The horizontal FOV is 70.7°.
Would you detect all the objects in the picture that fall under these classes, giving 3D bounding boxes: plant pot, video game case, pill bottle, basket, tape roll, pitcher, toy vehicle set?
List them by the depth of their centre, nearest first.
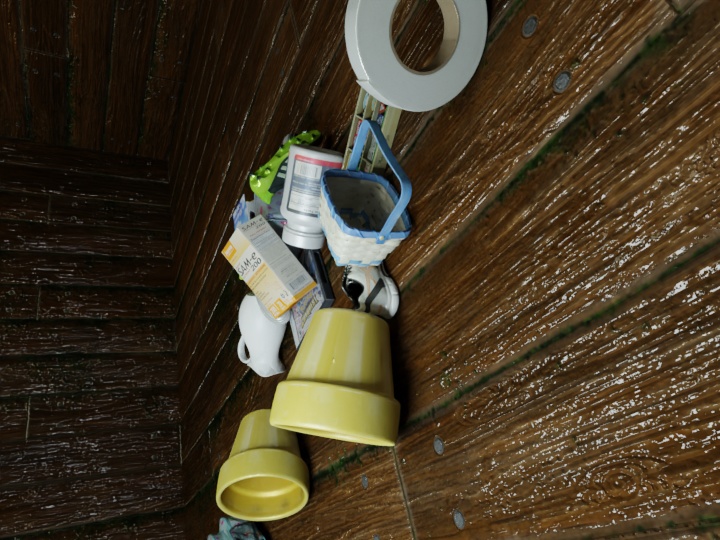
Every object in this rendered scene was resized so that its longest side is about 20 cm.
[{"bbox_3d":[0.076,-0.313,0.663,0.037,0.202,0.203,40,122,55],"label":"tape roll"},{"bbox_3d":[-0.029,0.171,0.826,0.201,0.200,0.190,-29,46,57],"label":"plant pot"},{"bbox_3d":[0.010,-0.118,0.827,0.200,0.139,0.177,113,146,-47],"label":"basket"},{"bbox_3d":[0.017,-0.242,0.945,0.124,0.026,0.201,47,128,52],"label":"toy vehicle set"},{"bbox_3d":[-0.105,-0.154,1.065,0.120,0.119,0.201,39,121,56],"label":"pill bottle"},{"bbox_3d":[-0.218,0.432,1.160,0.189,0.200,0.201,-99,28,-50],"label":"plant pot"},{"bbox_3d":[-0.127,0.056,1.183,0.200,0.025,0.181,-59,39,41],"label":"video game case"},{"bbox_3d":[-0.268,0.156,1.321,0.171,0.121,0.201,5,99,40],"label":"pitcher"}]

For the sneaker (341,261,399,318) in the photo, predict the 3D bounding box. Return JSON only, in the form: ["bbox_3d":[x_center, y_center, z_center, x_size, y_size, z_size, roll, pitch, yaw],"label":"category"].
[{"bbox_3d":[0.000,0.000,0.901,0.200,0.080,0.074,63,141,44],"label":"sneaker"}]

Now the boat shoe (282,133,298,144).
[{"bbox_3d":[-0.130,-0.256,1.190,0.057,0.069,0.200,-34,53,23],"label":"boat shoe"}]

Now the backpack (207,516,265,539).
[{"bbox_3d":[-0.336,0.768,1.378,0.200,0.153,0.177,-157,67,-67],"label":"backpack"}]

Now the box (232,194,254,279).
[{"bbox_3d":[-0.300,-0.089,1.372,0.122,0.048,0.201,-41,54,52],"label":"box"}]

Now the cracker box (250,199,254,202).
[{"bbox_3d":[-0.268,-0.105,1.425,0.134,0.058,0.201,-10,78,60],"label":"cracker box"}]

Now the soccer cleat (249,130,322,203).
[{"bbox_3d":[-0.157,-0.231,1.118,0.067,0.200,0.081,36,164,41],"label":"soccer cleat"}]

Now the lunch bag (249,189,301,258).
[{"bbox_3d":[-0.203,-0.111,1.239,0.200,0.127,0.170,106,153,-50],"label":"lunch bag"}]

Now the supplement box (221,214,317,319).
[{"bbox_3d":[-0.205,-0.005,1.125,0.200,0.073,0.126,51,141,1],"label":"supplement box"}]

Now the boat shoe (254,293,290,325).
[{"bbox_3d":[-0.227,0.036,1.224,0.069,0.072,0.201,79,169,-71],"label":"boat shoe"}]
